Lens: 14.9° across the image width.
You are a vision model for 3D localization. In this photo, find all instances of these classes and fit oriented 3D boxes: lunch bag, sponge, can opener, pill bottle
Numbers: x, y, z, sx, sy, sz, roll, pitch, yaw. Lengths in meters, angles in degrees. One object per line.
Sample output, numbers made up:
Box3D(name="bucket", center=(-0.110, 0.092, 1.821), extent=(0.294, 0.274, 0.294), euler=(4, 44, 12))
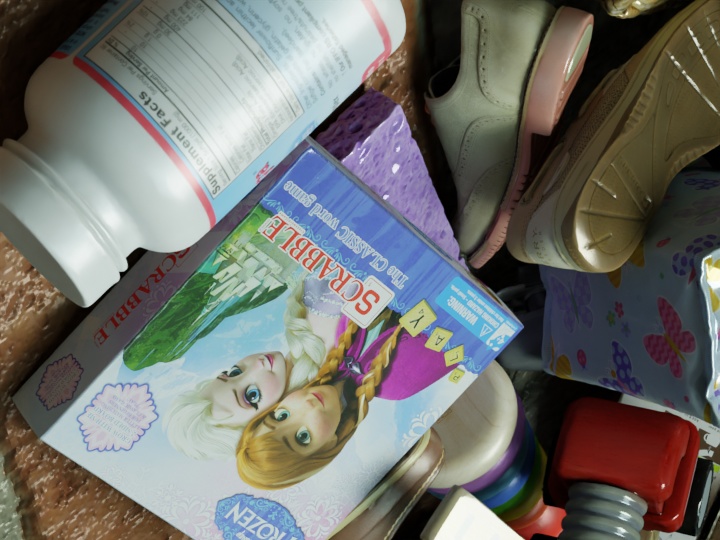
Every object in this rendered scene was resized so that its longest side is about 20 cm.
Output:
Box3D(name="lunch bag", center=(0.218, -0.003, 1.525), extent=(0.199, 0.169, 0.128), euler=(-13, 106, -28))
Box3D(name="sponge", center=(0.000, 0.000, 1.495), extent=(0.111, 0.030, 0.200), euler=(-43, 143, -13))
Box3D(name="can opener", center=(0.161, 0.019, 1.623), extent=(0.199, 0.067, 0.053), euler=(-11, 151, -20))
Box3D(name="pill bottle", center=(-0.082, -0.081, 1.267), extent=(0.200, 0.109, 0.109), euler=(-44, 144, -11))

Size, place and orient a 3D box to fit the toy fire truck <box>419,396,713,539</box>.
Box3D(name="toy fire truck", center=(0.116, 0.146, 1.528), extent=(0.200, 0.128, 0.177), euler=(68, 36, -68))

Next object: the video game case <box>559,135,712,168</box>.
Box3D(name="video game case", center=(0.214, -0.081, 1.619), extent=(0.182, 0.022, 0.200), euler=(-37, 151, 1))

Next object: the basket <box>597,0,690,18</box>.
Box3D(name="basket", center=(0.184, -0.238, 1.476), extent=(0.199, 0.150, 0.143), euler=(-23, 169, -35))

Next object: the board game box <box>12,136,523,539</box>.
Box3D(name="board game box", center=(-0.043, 0.047, 1.420), extent=(0.200, 0.041, 0.200), euler=(-47, 133, 5))

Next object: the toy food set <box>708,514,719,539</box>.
Box3D(name="toy food set", center=(0.269, 0.104, 1.703), extent=(0.198, 0.048, 0.201), euler=(86, 29, -72))

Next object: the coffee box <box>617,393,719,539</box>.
Box3D(name="coffee box", center=(0.195, 0.111, 1.711), extent=(0.114, 0.079, 0.201), euler=(-48, 161, -52))

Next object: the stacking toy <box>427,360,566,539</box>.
Box3D(name="stacking toy", center=(0.080, 0.119, 1.646), extent=(0.085, 0.085, 0.200), euler=(-50, 148, -5))

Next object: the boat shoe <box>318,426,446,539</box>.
Box3D(name="boat shoe", center=(-0.021, 0.159, 1.535), extent=(0.067, 0.072, 0.200), euler=(37, 105, -25))

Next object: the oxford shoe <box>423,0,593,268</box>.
Box3D(name="oxford shoe", center=(0.070, -0.080, 1.488), extent=(0.201, 0.073, 0.071), euler=(106, 10, -49))

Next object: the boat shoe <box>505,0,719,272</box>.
Box3D(name="boat shoe", center=(0.144, -0.079, 1.476), extent=(0.200, 0.064, 0.072), euler=(-49, 122, -32))
